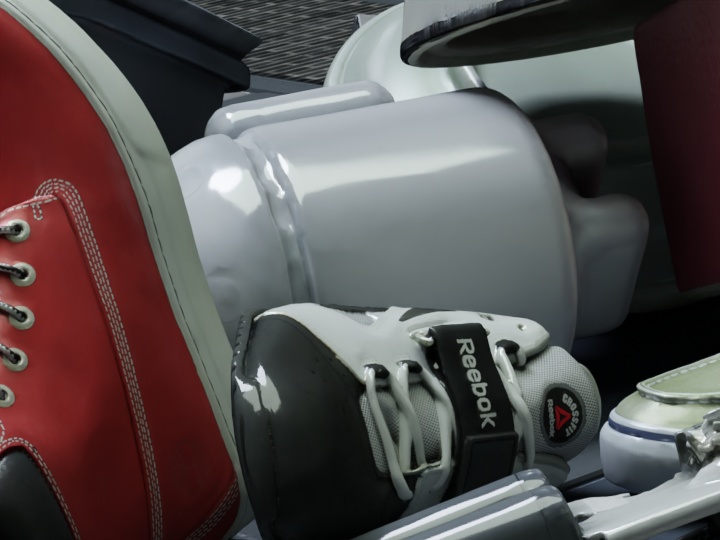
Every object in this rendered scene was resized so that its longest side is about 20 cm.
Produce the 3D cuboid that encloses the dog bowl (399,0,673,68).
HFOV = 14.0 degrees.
[{"bbox_3d":[0.105,-0.132,1.083,0.200,0.074,0.200,-11,-3,-1],"label":"dog bowl"}]

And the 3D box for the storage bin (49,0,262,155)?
[{"bbox_3d":[-0.135,-0.038,1.112,0.145,0.135,0.200,3,-6,18],"label":"storage bin"}]

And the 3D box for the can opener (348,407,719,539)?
[{"bbox_3d":[0.048,0.086,0.802,0.199,0.067,0.053,-17,4,-4],"label":"can opener"}]

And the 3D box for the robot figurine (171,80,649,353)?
[{"bbox_3d":[0.000,0.000,1.039,0.199,0.113,0.170,-10,49,-16],"label":"robot figurine"}]

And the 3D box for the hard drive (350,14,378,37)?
[{"bbox_3d":[0.094,-0.072,1.308,0.199,0.038,0.140,10,13,-4],"label":"hard drive"}]

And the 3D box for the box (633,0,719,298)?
[{"bbox_3d":[0.186,-0.058,1.007,0.128,0.109,0.200,-9,-3,-11],"label":"box"}]

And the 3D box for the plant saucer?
[{"bbox_3d":[0.085,-0.067,1.193,0.200,0.050,0.200,8,41,-7],"label":"plant saucer"}]

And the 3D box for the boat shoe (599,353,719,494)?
[{"bbox_3d":[0.171,0.028,0.948,0.199,0.062,0.072,-11,15,-13],"label":"boat shoe"}]

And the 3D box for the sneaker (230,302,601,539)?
[{"bbox_3d":[0.022,0.040,0.873,0.088,0.074,0.200,-9,-1,18],"label":"sneaker"}]

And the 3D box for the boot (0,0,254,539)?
[{"bbox_3d":[-0.115,0.012,0.890,0.072,0.200,0.144,-24,2,38],"label":"boot"}]
